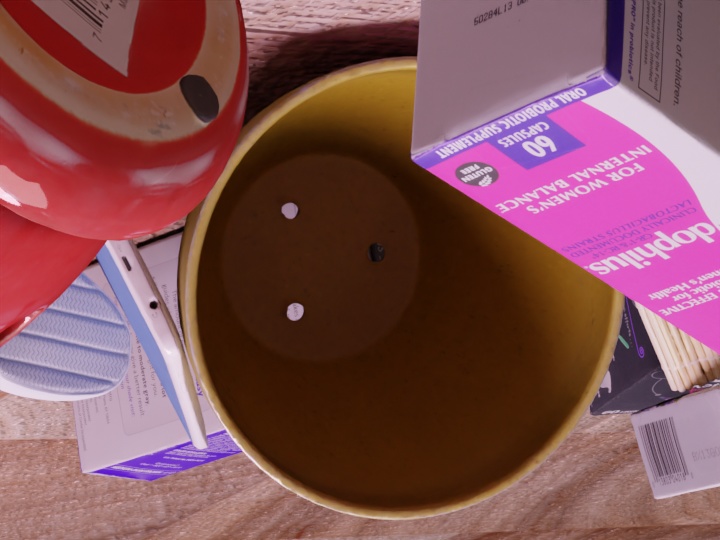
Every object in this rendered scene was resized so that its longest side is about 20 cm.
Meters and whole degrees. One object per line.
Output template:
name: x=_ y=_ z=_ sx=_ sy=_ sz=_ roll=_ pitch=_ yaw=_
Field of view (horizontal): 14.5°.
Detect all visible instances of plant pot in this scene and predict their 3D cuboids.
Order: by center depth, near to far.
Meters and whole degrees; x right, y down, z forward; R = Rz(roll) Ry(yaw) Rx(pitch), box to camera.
plant pot: x=-0.152 y=-0.068 z=0.887 sx=0.182 sy=0.201 sz=0.200 roll=-30 pitch=156 yaw=33
plant pot: x=0.000 y=0.000 z=1.279 sx=0.200 sy=0.200 sz=0.142 roll=-4 pitch=-172 yaw=-18

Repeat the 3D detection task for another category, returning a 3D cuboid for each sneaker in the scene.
sneaker: x=-0.206 y=0.014 z=1.364 sx=0.200 sy=0.073 sz=0.071 roll=22 pitch=163 yaw=-30

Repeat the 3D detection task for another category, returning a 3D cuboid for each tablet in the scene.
tablet: x=-0.105 y=0.007 z=1.300 sx=0.014 sy=0.130 sz=0.200 roll=-27 pitch=166 yaw=-6

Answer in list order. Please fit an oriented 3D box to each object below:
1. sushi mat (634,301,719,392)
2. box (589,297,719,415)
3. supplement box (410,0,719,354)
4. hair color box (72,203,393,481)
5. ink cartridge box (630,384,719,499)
sushi mat: x=0.162 y=-0.027 z=1.328 sx=0.096 sy=0.012 sz=0.200 roll=-17 pitch=126 yaw=13
box: x=0.202 y=-0.001 z=1.493 sx=0.122 sy=0.106 sz=0.200 roll=-4 pitch=163 yaw=-19
supplement box: x=0.125 y=-0.059 z=1.135 sx=0.101 sy=0.103 sz=0.200 roll=-23 pitch=141 yaw=39
hair color box: x=-0.056 y=0.031 z=1.445 sx=0.200 sy=0.109 sz=0.065 roll=-19 pitch=162 yaw=33
ink cartridge box: x=0.249 y=0.064 z=1.424 sx=0.200 sy=0.050 sz=0.109 roll=-14 pitch=175 yaw=-20
